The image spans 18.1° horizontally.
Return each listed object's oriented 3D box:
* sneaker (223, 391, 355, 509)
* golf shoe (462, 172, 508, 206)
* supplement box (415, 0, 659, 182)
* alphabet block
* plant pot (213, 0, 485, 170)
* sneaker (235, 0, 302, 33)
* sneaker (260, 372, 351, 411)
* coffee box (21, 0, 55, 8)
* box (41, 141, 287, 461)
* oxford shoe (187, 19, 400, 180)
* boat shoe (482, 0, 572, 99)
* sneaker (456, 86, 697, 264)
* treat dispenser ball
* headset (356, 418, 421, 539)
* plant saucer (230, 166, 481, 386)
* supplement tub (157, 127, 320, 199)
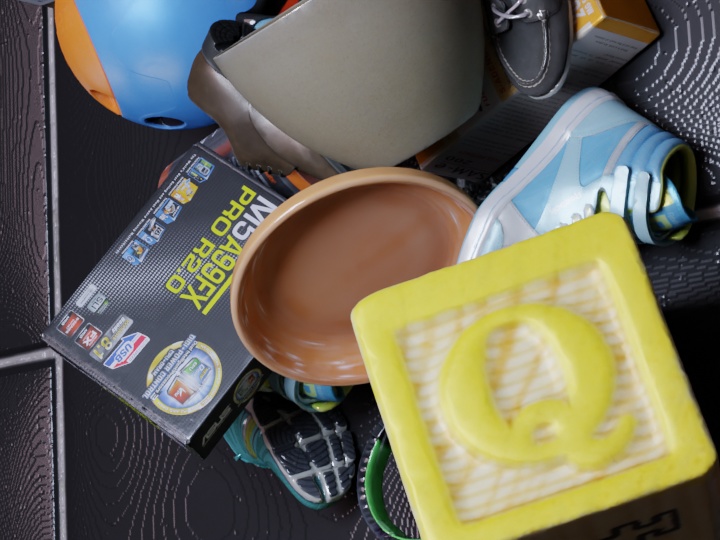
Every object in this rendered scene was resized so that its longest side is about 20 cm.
[{"bbox_3d":[-0.070,0.130,1.846,0.200,0.077,0.080,49,136,41],"label":"sneaker"},{"bbox_3d":[0.072,-0.013,1.728,0.200,0.078,0.095,-19,92,40],"label":"golf shoe"},{"bbox_3d":[0.112,-0.175,1.696,0.200,0.073,0.126,-40,58,33],"label":"supplement box"},{"bbox_3d":[0.125,0.104,1.513,0.196,0.200,0.196,-21,66,3],"label":"alphabet block"},{"bbox_3d":[0.013,-0.150,1.629,0.200,0.200,0.135,-25,100,39],"label":"plant pot"},{"bbox_3d":[-0.027,-0.234,1.786,0.078,0.090,0.200,10,54,43],"label":"sneaker"},{"bbox_3d":[-0.086,0.074,1.769,0.200,0.080,0.131,-29,47,-10],"label":"sneaker"},{"bbox_3d":[-0.266,-0.296,1.987,0.080,0.200,0.115,-9,79,43],"label":"coffee box"},{"bbox_3d":[-0.123,0.021,1.733,0.160,0.044,0.200,34,80,26],"label":"box"},{"bbox_3d":[-0.049,-0.102,1.731,0.200,0.073,0.084,40,124,10],"label":"oxford shoe"},{"bbox_3d":[0.109,-0.223,1.617,0.067,0.057,0.200,-13,74,40],"label":"boat shoe"},{"bbox_3d":[0.160,-0.029,1.597,0.130,0.080,0.200,29,83,39],"label":"sneaker"},{"bbox_3d":[-0.153,-0.217,1.867,0.201,0.201,0.201,-7,79,43],"label":"treat dispenser ball"},{"bbox_3d":[0.069,0.118,1.684,0.123,0.094,0.200,38,94,40],"label":"headset"},{"bbox_3d":[0.000,0.000,1.645,0.200,0.200,0.037,-52,36,25],"label":"plant saucer"},{"bbox_3d":[-0.065,-0.086,1.830,0.200,0.107,0.107,-31,64,35],"label":"supplement tub"}]
